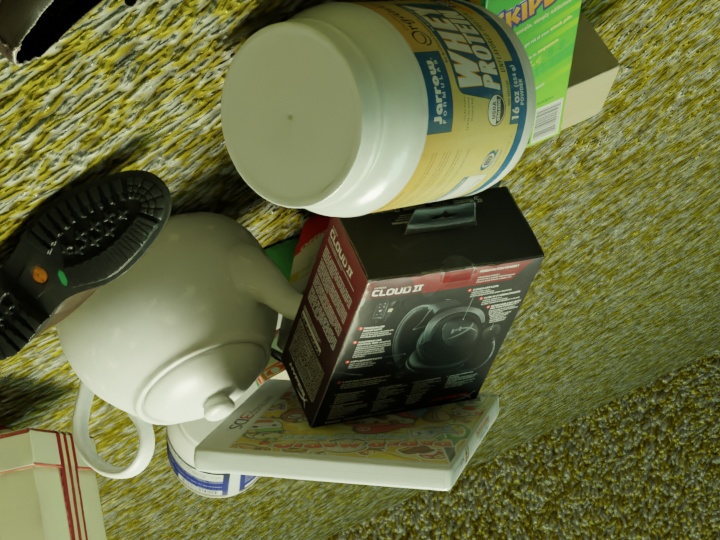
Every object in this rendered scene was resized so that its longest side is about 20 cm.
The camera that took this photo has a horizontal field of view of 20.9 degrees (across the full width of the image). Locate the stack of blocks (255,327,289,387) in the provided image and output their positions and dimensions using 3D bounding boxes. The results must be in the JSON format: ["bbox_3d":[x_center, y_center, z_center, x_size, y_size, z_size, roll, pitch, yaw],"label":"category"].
[{"bbox_3d":[-0.004,0.066,1.832,0.200,0.059,0.115,-29,-162,-9],"label":"stack of blocks"}]

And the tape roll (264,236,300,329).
[{"bbox_3d":[-0.098,0.037,1.865,0.200,0.048,0.200,-28,166,-7],"label":"tape roll"}]

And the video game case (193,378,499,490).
[{"bbox_3d":[-0.006,0.125,1.521,0.199,0.023,0.182,3,-165,15],"label":"video game case"}]

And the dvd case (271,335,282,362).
[{"bbox_3d":[0.012,0.016,1.745,0.200,0.018,0.143,-46,-158,-11],"label":"dvd case"}]

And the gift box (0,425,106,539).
[{"bbox_3d":[-0.349,0.232,1.777,0.199,0.187,0.185,-11,170,6],"label":"gift box"}]

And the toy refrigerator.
[{"bbox_3d":[0.108,-0.140,1.617,0.200,0.070,0.076,-25,159,-19],"label":"toy refrigerator"}]

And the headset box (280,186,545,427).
[{"bbox_3d":[0.039,0.022,1.471,0.148,0.077,0.200,-9,142,-24],"label":"headset box"}]

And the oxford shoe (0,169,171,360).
[{"bbox_3d":[-0.208,-0.016,1.437,0.200,0.073,0.084,-35,-178,27],"label":"oxford shoe"}]

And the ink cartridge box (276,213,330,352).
[{"bbox_3d":[0.000,0.000,1.674,0.116,0.067,0.200,-35,-157,25],"label":"ink cartridge box"}]

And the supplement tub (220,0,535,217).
[{"bbox_3d":[0.014,-0.114,1.347,0.145,0.145,0.200,-39,164,35],"label":"supplement tub"}]

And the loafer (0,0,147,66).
[{"bbox_3d":[-0.119,-0.171,1.020,0.200,0.071,0.073,-32,166,9],"label":"loafer"}]

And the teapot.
[{"bbox_3d":[-0.146,0.061,1.585,0.197,0.146,0.200,-20,155,-17],"label":"teapot"}]

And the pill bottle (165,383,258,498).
[{"bbox_3d":[-0.151,0.169,2.088,0.116,0.116,0.200,-26,166,-13],"label":"pill bottle"}]

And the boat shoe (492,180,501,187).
[{"bbox_3d":[0.078,-0.072,1.682,0.200,0.076,0.060,-35,153,-46],"label":"boat shoe"}]

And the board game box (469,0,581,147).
[{"bbox_3d":[0.123,-0.169,1.500,0.095,0.030,0.200,-24,145,-24],"label":"board game box"}]
